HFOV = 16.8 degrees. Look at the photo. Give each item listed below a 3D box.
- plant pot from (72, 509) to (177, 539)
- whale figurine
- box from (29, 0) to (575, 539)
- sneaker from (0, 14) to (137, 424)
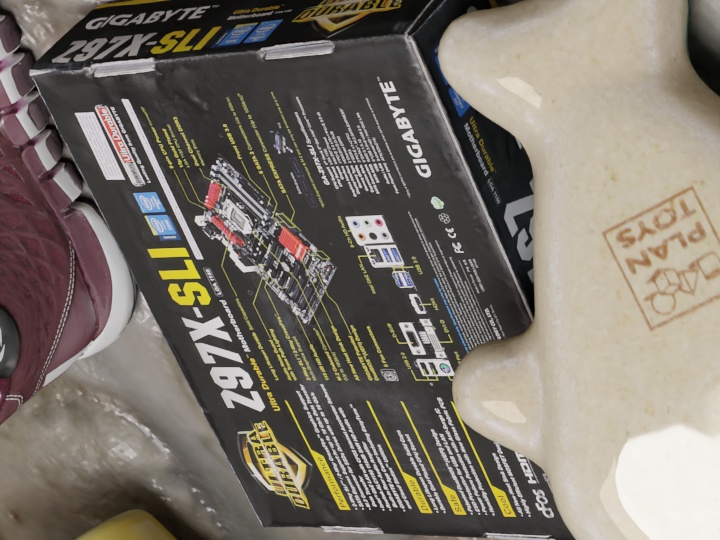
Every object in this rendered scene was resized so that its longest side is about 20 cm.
[{"bbox_3d":[-0.084,0.207,0.952,0.189,0.201,0.201,53,139,7],"label":"plant pot"},{"bbox_3d":[0.100,0.003,0.710,0.159,0.104,0.200,-29,86,14],"label":"whale figurine"},{"bbox_3d":[0.000,0.000,0.805,0.159,0.049,0.200,-1,125,40],"label":"box"},{"bbox_3d":[-0.160,-0.028,0.844,0.076,0.116,0.200,-12,119,41],"label":"sneaker"}]
